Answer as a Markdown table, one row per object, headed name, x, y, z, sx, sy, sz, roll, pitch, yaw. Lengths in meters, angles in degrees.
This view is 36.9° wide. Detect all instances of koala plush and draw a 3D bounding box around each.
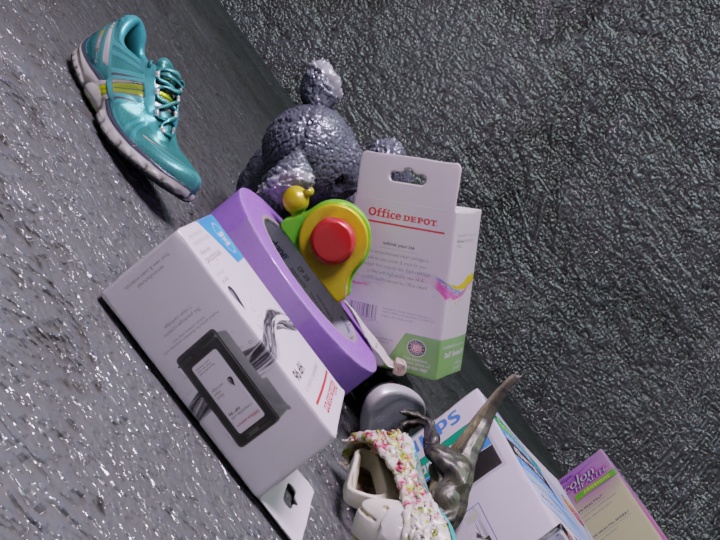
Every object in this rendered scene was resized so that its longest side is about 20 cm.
| name | x | y | z | sx | sy | sz | roll | pitch | yaw |
| --- | --- | --- | --- | --- | --- | --- | --- | --- | --- |
| koala plush | -0.052 | -0.099 | 1.101 | 0.181 | 0.180 | 0.201 | 18 | -21 | 9 |

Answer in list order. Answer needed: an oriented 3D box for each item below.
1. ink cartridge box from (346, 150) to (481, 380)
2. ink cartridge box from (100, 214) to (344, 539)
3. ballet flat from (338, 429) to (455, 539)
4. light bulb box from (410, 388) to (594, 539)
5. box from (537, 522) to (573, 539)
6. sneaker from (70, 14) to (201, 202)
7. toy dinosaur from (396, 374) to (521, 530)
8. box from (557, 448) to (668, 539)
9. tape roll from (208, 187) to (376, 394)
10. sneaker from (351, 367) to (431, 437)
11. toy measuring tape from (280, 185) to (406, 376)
| name | x | y | z | sx | sy | sz | roll | pitch | yaw |
| --- | --- | --- | --- | --- | --- | --- | --- | --- | --- |
| ink cartridge box | 0.049 | -0.008 | 1.046 | 0.115 | 0.204 | 0.067 | 12 | 9 | 28 |
| ink cartridge box | -0.071 | 0.067 | 0.708 | 0.201 | 0.067 | 0.116 | 53 | 7 | -5 |
| ballet flat | 0.020 | 0.180 | 0.792 | 0.063 | 0.077 | 0.200 | 15 | 14 | -14 |
| light bulb box | 0.138 | 0.254 | 0.985 | 0.198 | 0.124 | 0.201 | 48 | 10 | -41 |
| box | 0.143 | 0.298 | 0.736 | 0.201 | 0.136 | 0.040 | 55 | 7 | 8 |
| sneaker | -0.187 | -0.145 | 0.934 | 0.202 | 0.079 | 0.077 | 58 | 8 | 26 |
| toy dinosaur | 0.065 | 0.168 | 0.930 | 0.087 | 0.202 | 0.048 | 14 | -29 | 25 |
| box | 0.258 | 0.333 | 1.205 | 0.097 | 0.175 | 0.201 | 49 | 7 | -25 |
| tape roll | -0.069 | 0.026 | 0.958 | 0.201 | 0.065 | 0.200 | 54 | 6 | -8 |
| sneaker | 0.019 | 0.126 | 1.069 | 0.100 | 0.070 | 0.200 | 54 | 0 | 25 |
| toy measuring tape | 0.000 | 0.000 | 0.995 | 0.201 | 0.073 | 0.074 | 53 | 6 | -5 |
